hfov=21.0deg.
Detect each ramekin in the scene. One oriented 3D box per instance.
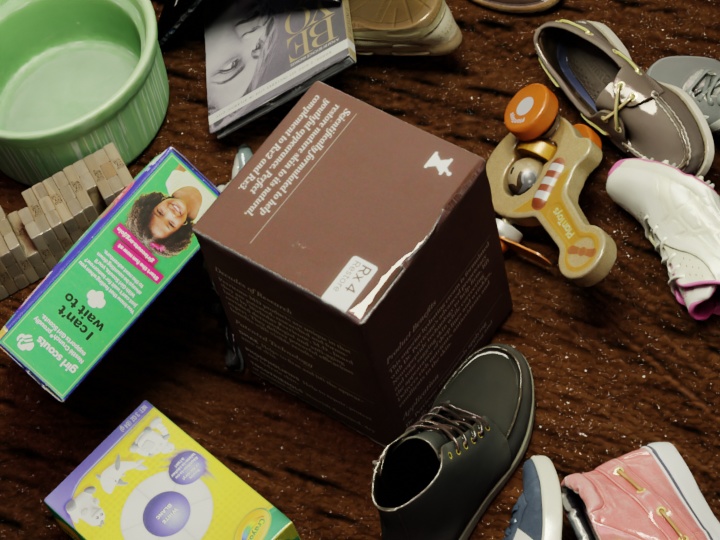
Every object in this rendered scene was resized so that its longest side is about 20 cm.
[{"bbox_3d":[-0.266,-0.170,1.732,0.198,0.098,0.202,-6,56,8],"label":"ramekin"}]

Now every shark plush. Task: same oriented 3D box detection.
[{"bbox_3d":[-0.082,-0.018,1.611,0.083,0.091,0.201,17,51,-12],"label":"shark plush"}]

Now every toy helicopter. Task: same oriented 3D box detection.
[{"bbox_3d":[0.147,-0.048,1.562,0.132,0.079,0.201,-43,36,13],"label":"toy helicopter"}]

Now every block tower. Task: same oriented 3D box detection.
[{"bbox_3d":[-0.283,-0.030,1.669,0.199,0.054,0.058,-28,54,-6],"label":"block tower"}]

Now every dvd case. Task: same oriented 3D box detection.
[{"bbox_3d":[-0.077,-0.223,1.733,0.148,0.016,0.201,-27,46,21],"label":"dvd case"}]

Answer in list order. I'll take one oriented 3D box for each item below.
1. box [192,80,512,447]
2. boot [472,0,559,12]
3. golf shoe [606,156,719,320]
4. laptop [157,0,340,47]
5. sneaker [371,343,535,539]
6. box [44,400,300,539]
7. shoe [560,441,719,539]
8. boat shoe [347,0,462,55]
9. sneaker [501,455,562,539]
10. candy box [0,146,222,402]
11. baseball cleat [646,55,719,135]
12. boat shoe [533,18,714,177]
[{"bbox_3d":[0.000,0.000,1.495,0.163,0.201,0.166,27,65,27],"label":"box"},{"bbox_3d":[0.092,-0.323,1.712,0.199,0.167,0.072,34,69,27],"label":"boot"},{"bbox_3d":[0.262,-0.018,1.528,0.199,0.075,0.092,34,74,32],"label":"golf shoe"},{"bbox_3d":[-0.090,-0.288,1.776,0.103,0.200,0.179,27,56,-19],"label":"laptop"},{"bbox_3d":[0.073,0.123,1.452,0.074,0.107,0.201,15,61,22],"label":"sneaker"},{"bbox_3d":[-0.135,0.201,1.484,0.199,0.049,0.117,35,70,28],"label":"box"},{"bbox_3d":[0.217,0.212,1.375,0.090,0.072,0.201,-16,48,-14],"label":"shoe"},{"bbox_3d":[0.001,-0.219,1.729,0.199,0.065,0.072,14,69,42],"label":"boat shoe"},{"bbox_3d":[0.103,0.225,1.396,0.084,0.075,0.202,0,57,7],"label":"sneaker"},{"bbox_3d":[-0.196,0.004,1.532,0.077,0.169,0.200,41,83,-8],"label":"candy box"},{"bbox_3d":[0.313,-0.143,1.578,0.199,0.107,0.070,29,71,30],"label":"baseball cleat"},{"bbox_3d":[0.215,-0.142,1.612,0.059,0.072,0.200,4,37,-40],"label":"boat shoe"}]
